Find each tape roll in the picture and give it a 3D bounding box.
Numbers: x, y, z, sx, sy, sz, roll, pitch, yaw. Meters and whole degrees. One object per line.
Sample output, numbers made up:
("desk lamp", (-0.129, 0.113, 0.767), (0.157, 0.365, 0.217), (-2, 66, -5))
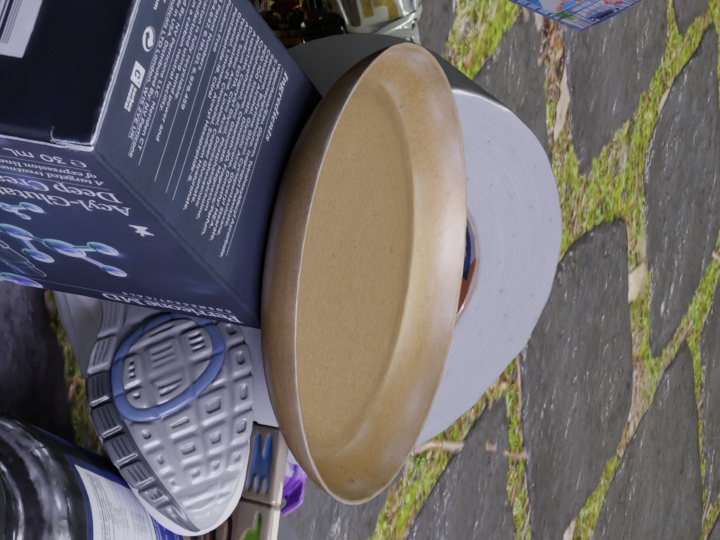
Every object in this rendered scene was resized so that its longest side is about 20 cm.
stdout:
("tape roll", (-0.004, -0.008, 1.374), (0.200, 0.066, 0.201), (-15, 123, -25))

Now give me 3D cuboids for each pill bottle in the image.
("pill bottle", (-0.151, 0.119, 1.216), (0.200, 0.111, 0.112), (36, 65, -65))

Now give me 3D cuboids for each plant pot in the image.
("plant pot", (0.000, 0.000, 1.257), (0.200, 0.027, 0.201), (8, 90, -69))

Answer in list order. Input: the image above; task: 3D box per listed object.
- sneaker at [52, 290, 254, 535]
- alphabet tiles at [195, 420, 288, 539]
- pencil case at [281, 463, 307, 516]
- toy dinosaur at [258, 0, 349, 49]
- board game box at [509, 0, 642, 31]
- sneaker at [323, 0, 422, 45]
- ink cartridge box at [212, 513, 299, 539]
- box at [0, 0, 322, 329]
("sneaker", (-0.092, 0.037, 1.282), (0.087, 0.074, 0.200), (87, -14, -52))
("alphabet tiles", (-0.087, 0.147, 1.326), (0.008, 0.200, 0.168), (8, 88, -27))
("pencil case", (-0.029, 0.033, 1.518), (0.085, 0.084, 0.200), (41, 50, -11))
("toy dinosaur", (-0.046, -0.085, 1.458), (0.136, 0.102, 0.201), (68, 0, -76))
("board game box", (0.045, -0.238, 1.500), (0.199, 0.062, 0.201), (6, 74, -33))
("sneaker", (0.010, -0.103, 1.507), (0.200, 0.073, 0.116), (-117, -165, -57))
("ink cartridge box", (-0.078, 0.134, 1.362), (0.039, 0.200, 0.100), (9, 111, -25))
("box", (-0.120, -0.068, 1.170), (0.200, 0.148, 0.107), (48, 55, -62))
